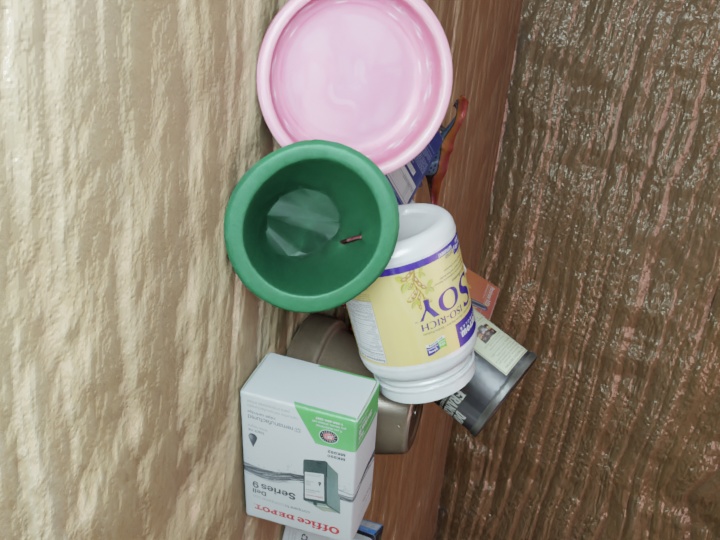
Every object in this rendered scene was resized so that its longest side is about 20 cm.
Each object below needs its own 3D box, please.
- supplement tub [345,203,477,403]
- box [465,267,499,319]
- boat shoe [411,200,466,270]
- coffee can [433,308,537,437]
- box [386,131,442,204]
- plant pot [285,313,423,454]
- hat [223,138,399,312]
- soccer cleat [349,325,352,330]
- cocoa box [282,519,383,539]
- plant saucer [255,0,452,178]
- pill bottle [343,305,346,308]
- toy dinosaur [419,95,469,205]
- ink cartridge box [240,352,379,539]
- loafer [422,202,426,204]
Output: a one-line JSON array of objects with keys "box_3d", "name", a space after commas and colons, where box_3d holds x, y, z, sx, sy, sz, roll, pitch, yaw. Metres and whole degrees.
[{"box_3d": [0.056, 0.038, 0.931, 0.146, 0.145, 0.201, -56, 135, -57], "name": "supplement tub"}, {"box_3d": [0.125, 0.053, 1.403, 0.107, 0.199, 0.152, -60, 178, 34], "name": "box"}, {"box_3d": [0.111, -0.063, 1.361, 0.201, 0.065, 0.074, 62, -20, 15], "name": "boat shoe"}, {"box_3d": [0.133, 0.120, 1.158, 0.146, 0.200, 0.147, -47, 164, -18], "name": "coffee can"}, {"box_3d": [0.056, -0.170, 1.208, 0.201, 0.032, 0.121, -60, 136, -27], "name": "box"}, {"box_3d": [-0.005, 0.173, 1.091, 0.200, 0.174, 0.201, 11, 90, -77], "name": "plant pot"}, {"box_3d": [-0.060, -0.053, 0.855, 0.200, 0.166, 0.176, -37, -167, 7], "name": "hat"}, {"box_3d": [0.025, 0.054, 1.306, 0.069, 0.077, 0.201, -57, 155, -55], "name": "soccer cleat"}, {"box_3d": [-0.056, 0.482, 1.218, 0.131, 0.133, 0.201, 19, 83, -76], "name": "cocoa box"}, {"box_3d": [-0.008, -0.194, 0.805, 0.051, 0.199, 0.202, -128, -137, -66], "name": "plant saucer"}, {"box_3d": [0.000, 0.000, 1.094, 0.200, 0.112, 0.113, 38, 65, -74], "name": "pill bottle"}, {"box_3d": [0.147, -0.218, 1.413, 0.181, 0.200, 0.105, -28, -163, 47], "name": "toy dinosaur"}, {"box_3d": [-0.061, 0.216, 0.960, 0.084, 0.145, 0.201, -56, 153, -55], "name": "ink cartridge box"}, {"box_3d": [0.060, -0.023, 1.220, 0.071, 0.073, 0.201, 92, 16, -69], "name": "loafer"}]
